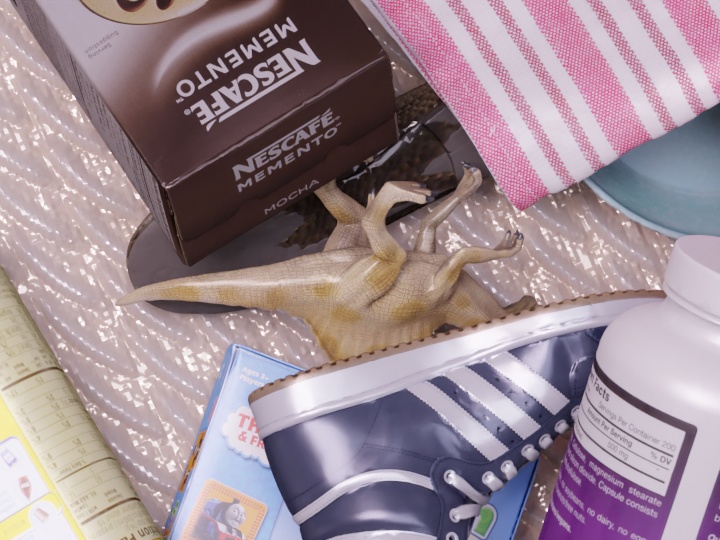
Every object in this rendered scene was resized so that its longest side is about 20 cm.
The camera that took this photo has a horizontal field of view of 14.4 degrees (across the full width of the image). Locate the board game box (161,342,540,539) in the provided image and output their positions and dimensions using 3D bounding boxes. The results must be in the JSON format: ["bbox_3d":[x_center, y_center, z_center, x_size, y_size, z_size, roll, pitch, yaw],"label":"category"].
[{"bbox_3d":[-0.022,0.153,1.280,0.150,0.037,0.201,21,83,-7],"label":"board game box"}]

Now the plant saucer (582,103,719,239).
[{"bbox_3d":[0.166,-0.111,1.325,0.199,0.036,0.201,0,88,-12],"label":"plant saucer"}]

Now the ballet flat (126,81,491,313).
[{"bbox_3d":[-0.015,-0.040,1.296,0.199,0.046,0.068,-27,118,-4],"label":"ballet flat"}]

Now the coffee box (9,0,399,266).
[{"bbox_3d":[-0.082,-0.118,1.232,0.113,0.080,0.200,-31,67,-10],"label":"coffee box"}]

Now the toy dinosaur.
[{"bbox_3d":[0.000,0.000,1.259,0.199,0.058,0.102,6,113,-20],"label":"toy dinosaur"}]

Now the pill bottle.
[{"bbox_3d":[0.139,0.092,1.194,0.112,0.113,0.201,14,106,-8],"label":"pill bottle"}]

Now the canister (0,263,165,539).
[{"bbox_3d":[-0.176,0.095,1.220,0.148,0.087,0.201,-31,82,-1],"label":"canister"}]

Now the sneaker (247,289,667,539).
[{"bbox_3d":[0.059,0.079,1.245,0.199,0.070,0.109,-14,78,-7],"label":"sneaker"}]

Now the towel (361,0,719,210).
[{"bbox_3d":[0.112,-0.122,1.221,0.199,0.030,0.147,-28,115,23],"label":"towel"}]
